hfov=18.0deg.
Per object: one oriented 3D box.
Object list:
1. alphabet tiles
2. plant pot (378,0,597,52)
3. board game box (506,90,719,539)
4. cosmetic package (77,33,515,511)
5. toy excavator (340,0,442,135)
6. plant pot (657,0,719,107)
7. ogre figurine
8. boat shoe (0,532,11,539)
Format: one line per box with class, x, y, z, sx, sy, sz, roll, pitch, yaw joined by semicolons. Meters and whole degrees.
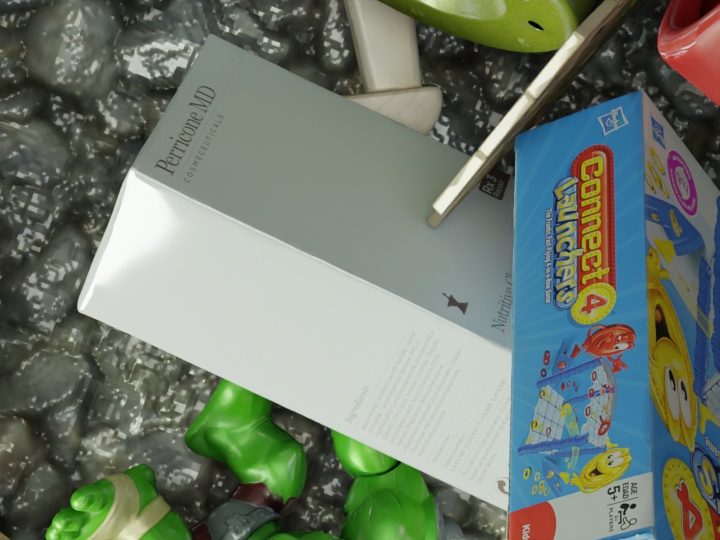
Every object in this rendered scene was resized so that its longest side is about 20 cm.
alphabet tiles;0.096;-0.097;0.883;0.006;0.200;0.167;42;130;3
plant pot;0.063;-0.196;0.876;0.200;0.200;0.194;26;80;0
board game box;0.127;0.071;0.843;0.056;0.200;0.197;-20;45;27
cosmetic package;0.000;0.000;0.916;0.199;0.113;0.081;25;127;-5
toy excavator;-0.038;-0.164;0.952;0.199;0.100;0.195;19;92;-8
plant pot;0.233;-0.100;0.810;0.182;0.200;0.201;40;90;-6
ogre figurine;-0.044;0.113;0.949;0.120;0.098;0.200;45;57;11
boat shoe;-0.241;0.113;0.962;0.199;0.065;0.072;9;99;-18
